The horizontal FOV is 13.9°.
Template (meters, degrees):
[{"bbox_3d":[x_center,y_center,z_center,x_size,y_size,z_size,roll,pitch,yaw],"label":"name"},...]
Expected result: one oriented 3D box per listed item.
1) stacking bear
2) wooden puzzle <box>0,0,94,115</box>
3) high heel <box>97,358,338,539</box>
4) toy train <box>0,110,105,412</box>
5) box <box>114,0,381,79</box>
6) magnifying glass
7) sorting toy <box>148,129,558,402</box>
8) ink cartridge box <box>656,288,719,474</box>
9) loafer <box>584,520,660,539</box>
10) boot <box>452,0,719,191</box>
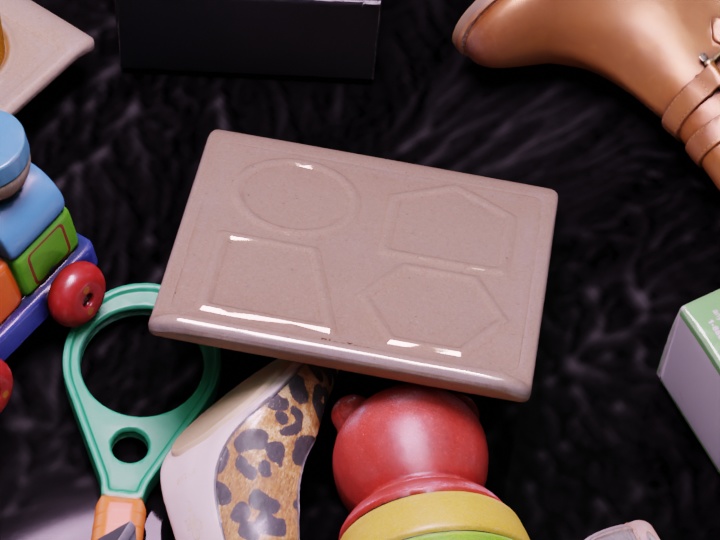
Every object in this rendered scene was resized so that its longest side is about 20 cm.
[{"bbox_3d":[0.034,0.145,1.381,0.121,0.114,0.200,-5,55,-9],"label":"stacking bear"},{"bbox_3d":[-0.267,-0.115,1.517,0.185,0.046,0.200,32,54,23],"label":"wooden puzzle"},{"bbox_3d":[-0.035,0.134,1.416,0.143,0.071,0.200,50,50,-11],"label":"high heel"},{"bbox_3d":[-0.218,0.020,1.419,0.085,0.116,0.200,27,60,30],"label":"toy train"},{"bbox_3d":[-0.057,-0.208,1.593,0.141,0.079,0.201,2,59,1],"label":"box"},{"bbox_3d":[-0.114,0.096,1.447,0.079,0.022,0.200,6,58,-1],"label":"magnifying glass"},{"bbox_3d":[0.000,0.000,1.464,0.185,0.037,0.200,10,32,2],"label":"sorting toy"},{"bbox_3d":[0.272,0.053,1.460,0.200,0.084,0.146,-24,65,-16],"label":"ink cartridge box"},{"bbox_3d":[0.169,0.196,1.382,0.063,0.072,0.200,-28,62,-27],"label":"loafer"},{"bbox_3d":[0.162,-0.101,1.552,0.199,0.074,0.155,-16,66,-10],"label":"boot"}]
